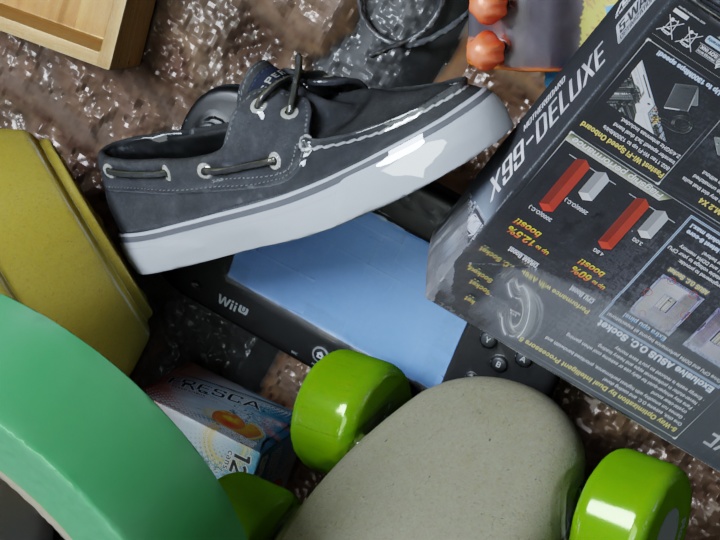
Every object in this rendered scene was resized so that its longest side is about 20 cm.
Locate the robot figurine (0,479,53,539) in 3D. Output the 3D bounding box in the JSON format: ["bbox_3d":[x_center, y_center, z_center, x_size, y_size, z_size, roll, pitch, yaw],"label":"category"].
[{"bbox_3d":[-0.225,0.124,0.863,0.200,0.113,0.170,-15,137,33],"label":"robot figurine"}]

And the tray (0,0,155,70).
[{"bbox_3d":[-0.123,-0.201,0.821,0.098,0.037,0.201,21,105,15],"label":"tray"}]

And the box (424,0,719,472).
[{"bbox_3d":[0.149,-0.006,0.699,0.200,0.050,0.158,30,122,-13],"label":"box"}]

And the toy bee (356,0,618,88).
[{"bbox_3d":[0.085,-0.090,0.730,0.199,0.109,0.131,-17,96,21],"label":"toy bee"}]

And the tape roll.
[{"bbox_3d":[-0.134,0.093,0.700,0.200,0.048,0.201,23,140,20],"label":"tape roll"}]

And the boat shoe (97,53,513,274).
[{"bbox_3d":[-0.032,-0.052,0.746,0.200,0.070,0.066,-14,107,42],"label":"boat shoe"}]

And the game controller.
[{"bbox_3d":[0.000,0.000,0.811,0.200,0.042,0.105,29,108,13],"label":"game controller"}]

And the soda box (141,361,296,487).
[{"bbox_3d":[-0.093,0.147,0.859,0.068,0.064,0.200,25,108,13],"label":"soda box"}]

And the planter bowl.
[{"bbox_3d":[-0.147,0.001,0.808,0.083,0.200,0.201,-30,89,-5],"label":"planter bowl"}]

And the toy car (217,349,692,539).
[{"bbox_3d":[0.039,0.159,0.778,0.164,0.158,0.200,19,138,30],"label":"toy car"}]
